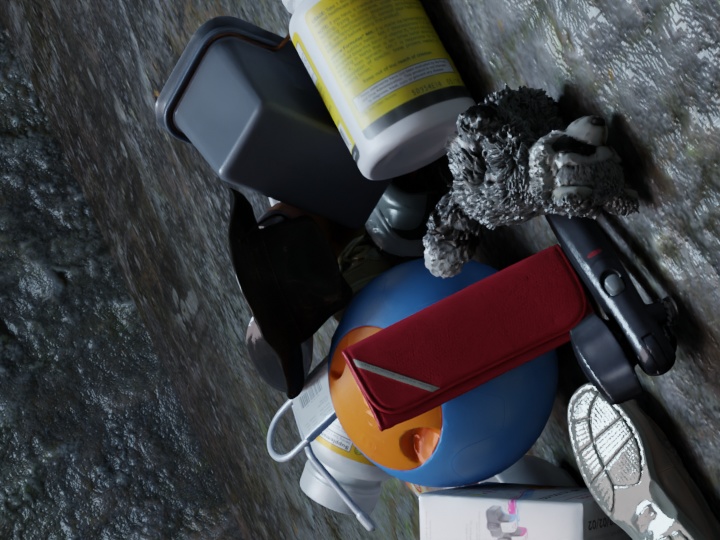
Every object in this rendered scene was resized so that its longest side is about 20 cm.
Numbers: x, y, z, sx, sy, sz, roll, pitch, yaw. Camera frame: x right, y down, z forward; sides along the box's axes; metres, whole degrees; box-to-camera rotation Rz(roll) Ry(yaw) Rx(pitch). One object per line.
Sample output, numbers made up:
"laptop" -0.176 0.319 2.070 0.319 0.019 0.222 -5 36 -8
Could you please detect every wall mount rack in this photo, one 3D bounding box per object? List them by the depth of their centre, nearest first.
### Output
"wall mount rack" 0.003 0.139 1.678 0.075 0.200 0.174 25 -150 -37

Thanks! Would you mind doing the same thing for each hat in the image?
"hat" -0.052 0.010 1.533 0.201 0.081 0.201 -18 -90 -86

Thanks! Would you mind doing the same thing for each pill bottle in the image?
"pill bottle" 0.009 -0.188 1.492 0.200 0.114 0.114 63 164 12
"pill bottle" 0.008 0.146 1.812 0.113 0.113 0.200 42 115 56

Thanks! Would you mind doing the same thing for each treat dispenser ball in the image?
"treat dispenser ball" 0.071 0.087 1.522 0.201 0.201 0.201 57 162 30

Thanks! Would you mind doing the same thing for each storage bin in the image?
"storage bin" -0.057 -0.128 1.563 0.146 0.200 0.134 -58 36 18

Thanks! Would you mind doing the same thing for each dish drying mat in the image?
"dish drying mat" 0.090 0.054 1.417 0.077 0.200 0.018 63 174 13

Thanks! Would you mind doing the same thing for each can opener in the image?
"can opener" 0.179 0.003 1.315 0.063 0.079 0.200 77 172 -59

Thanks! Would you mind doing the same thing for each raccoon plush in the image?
"raccoon plush" 0.131 -0.042 1.310 0.134 0.097 0.200 53 146 35

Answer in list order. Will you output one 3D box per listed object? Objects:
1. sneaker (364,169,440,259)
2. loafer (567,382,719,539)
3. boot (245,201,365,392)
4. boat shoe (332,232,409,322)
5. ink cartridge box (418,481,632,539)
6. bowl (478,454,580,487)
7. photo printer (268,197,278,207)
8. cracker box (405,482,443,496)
"sneaker" 0.017 -0.096 1.690 0.200 0.074 0.079 49 127 37
"loafer" 0.233 0.176 1.384 0.072 0.063 0.200 -49 56 34
"boot" -0.048 0.001 1.739 0.068 0.200 0.188 -3 111 26
"boat shoe" 0.000 0.000 1.692 0.063 0.073 0.200 54 -166 2
"ink cartridge box" 0.163 0.218 1.470 0.200 0.115 0.068 -1 89 35
"bowl" 0.191 0.278 1.639 0.200 0.075 0.200 53 159 39
"photo printer" -0.073 -0.122 1.867 0.200 0.069 0.166 -108 3 -68
"cracker box" 0.098 0.208 1.870 0.200 0.058 0.134 41 151 58
